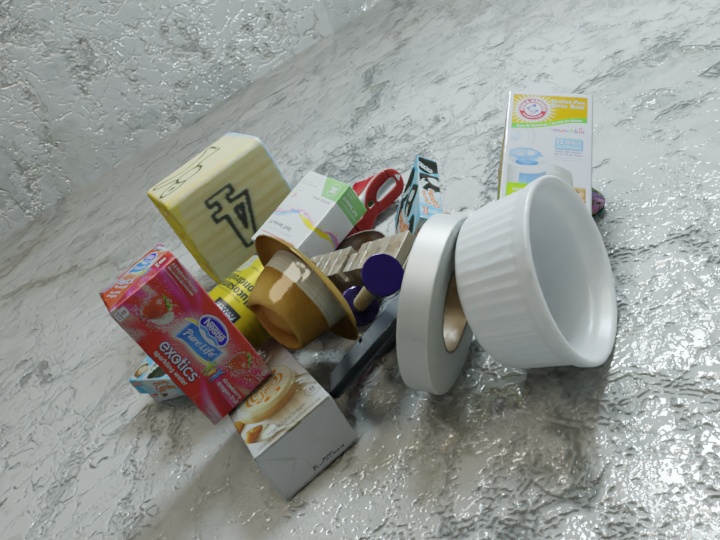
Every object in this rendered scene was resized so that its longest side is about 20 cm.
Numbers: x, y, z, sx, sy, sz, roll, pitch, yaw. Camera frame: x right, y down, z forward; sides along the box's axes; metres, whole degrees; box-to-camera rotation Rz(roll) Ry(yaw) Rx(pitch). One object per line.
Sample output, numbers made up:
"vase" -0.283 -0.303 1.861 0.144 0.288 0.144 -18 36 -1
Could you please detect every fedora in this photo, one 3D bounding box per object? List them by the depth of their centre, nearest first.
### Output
"fedora" -0.091 0.043 0.914 0.082 0.201 0.200 -43 30 -19

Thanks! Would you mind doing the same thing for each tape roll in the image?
"tape roll" 0.093 0.037 0.789 0.037 0.204 0.203 9 45 24

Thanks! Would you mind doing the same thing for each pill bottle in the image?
"pill bottle" -0.181 0.070 1.038 0.200 0.112 0.112 -43 30 -24

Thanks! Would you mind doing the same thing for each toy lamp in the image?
"toy lamp" 0.007 0.032 0.898 0.058 0.058 0.200 -42 -7 -18

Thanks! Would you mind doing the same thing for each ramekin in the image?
"ramekin" 0.186 0.009 0.749 0.097 0.201 0.201 -18 30 38

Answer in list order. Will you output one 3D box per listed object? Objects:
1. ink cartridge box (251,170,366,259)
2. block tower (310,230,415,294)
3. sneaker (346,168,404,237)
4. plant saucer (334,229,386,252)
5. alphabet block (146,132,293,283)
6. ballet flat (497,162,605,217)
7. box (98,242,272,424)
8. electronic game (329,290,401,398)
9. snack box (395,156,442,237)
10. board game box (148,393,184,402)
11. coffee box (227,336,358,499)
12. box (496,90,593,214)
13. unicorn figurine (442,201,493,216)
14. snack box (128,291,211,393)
"ink cartridge box" -0.098 -0.062 1.166 0.117 0.067 0.200 24 70 44
"block tower" 0.000 0.000 0.991 0.199 0.054 0.058 -13 39 46
"sneaker" -0.012 -0.107 1.288 0.199 0.079 0.115 -37 11 -8
"plant saucer" -0.028 0.020 1.093 0.199 0.032 0.201 -33 30 21
"alphabet block" -0.239 -0.112 1.273 0.200 0.197 0.195 -39 25 -13
"ballet flat" 0.262 -0.123 1.010 0.069 0.071 0.200 -36 28 -14
"box" -0.213 0.077 0.860 0.100 0.201 0.095 -42 28 -14
"electronic game" 0.030 0.078 0.866 0.200 0.042 0.200 -50 -4 -4
"snack box" 0.086 -0.078 1.067 0.037 0.117 0.201 15 33 -7
"board game box" -0.244 0.138 1.143 0.199 0.035 0.127 -18 32 25
"coffee box" -0.103 0.178 0.889 0.114 0.080 0.200 -38 28 -12
"box" 0.234 -0.121 0.900 0.111 0.102 0.201 6 61 10
"unicorn figurine" 0.157 -0.043 0.986 0.136 0.074 0.200 -2 37 37
"snack box" -0.276 0.112 1.138 0.115 0.037 0.201 -9 37 37
